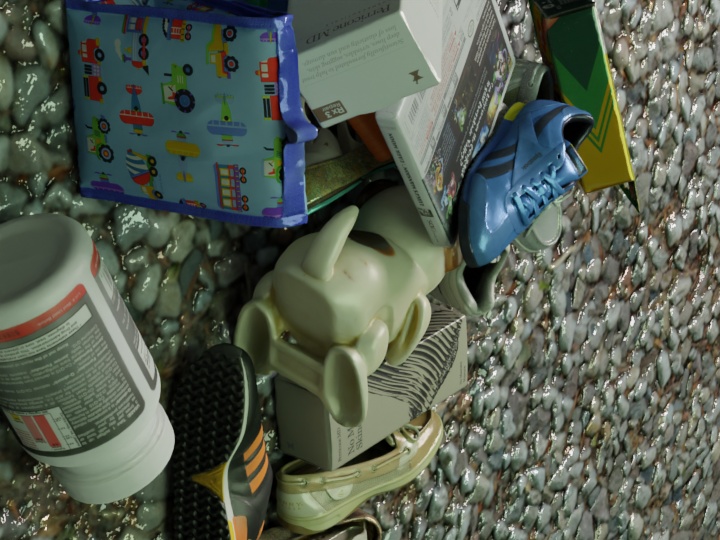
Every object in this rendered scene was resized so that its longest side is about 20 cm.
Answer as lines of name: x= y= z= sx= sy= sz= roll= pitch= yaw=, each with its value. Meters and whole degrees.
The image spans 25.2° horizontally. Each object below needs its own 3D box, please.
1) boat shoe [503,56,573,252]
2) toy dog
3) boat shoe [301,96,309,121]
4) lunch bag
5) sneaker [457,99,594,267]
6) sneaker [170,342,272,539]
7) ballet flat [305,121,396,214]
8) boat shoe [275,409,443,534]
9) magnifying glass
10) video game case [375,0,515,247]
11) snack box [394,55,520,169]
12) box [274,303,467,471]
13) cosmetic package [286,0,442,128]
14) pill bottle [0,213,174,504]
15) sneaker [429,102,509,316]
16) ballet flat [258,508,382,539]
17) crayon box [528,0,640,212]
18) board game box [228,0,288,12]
boat shoe: x=0.160 y=-0.104 z=1.508 sx=0.074 sy=0.065 sz=0.203 roll=-34 pitch=125 yaw=-37
toy dog: x=0.000 y=0.000 z=1.382 sx=0.200 sy=0.139 sz=0.195 roll=-39 pitch=138 yaw=-43
boat shoe: x=-0.078 y=-0.124 z=1.261 sx=0.067 sy=0.057 sz=0.200 roll=-37 pitch=170 yaw=-17
lunch bag: x=-0.112 y=-0.117 z=1.155 sx=0.094 sy=0.199 sz=0.152 roll=-22 pitch=119 yaw=-44
sneaker: x=0.143 y=-0.078 z=1.371 sx=0.200 sy=0.078 sz=0.066 roll=-59 pitch=143 yaw=-41
sneaker: x=-0.110 y=0.152 z=1.365 sx=0.090 sy=0.070 sz=0.202 roll=-23 pitch=121 yaw=-61
ballet flat: x=-0.015 y=-0.100 z=1.394 sx=0.200 sy=0.070 sz=0.071 roll=-29 pitch=123 yaw=-41
boat shoe: x=0.001 y=0.168 z=1.492 sx=0.200 sy=0.073 sz=0.063 roll=-28 pitch=127 yaw=-33
magnifying glass: x=-0.027 y=-0.163 z=1.310 sx=0.080 sy=0.022 sz=0.200 roll=-56 pitch=129 yaw=-20
video game case: x=0.073 y=-0.150 z=1.319 sx=0.182 sy=0.023 sz=0.201 roll=61 pitch=42 yaw=-53
snack box: x=0.124 y=-0.135 z=1.548 sx=0.200 sy=0.053 sz=0.143 roll=23 pitch=86 yaw=-50
box: x=0.013 y=0.102 z=1.484 sx=0.200 sy=0.068 sz=0.083 roll=-30 pitch=125 yaw=-42
cosmetic package: x=0.005 y=-0.206 z=1.208 sx=0.074 sy=0.101 sz=0.201 roll=56 pitch=24 yaw=-35
pill bottle: x=-0.212 y=0.068 z=1.164 sx=0.116 sy=0.115 sz=0.201 roll=-46 pitch=134 yaw=-30
sneaker: x=0.109 y=-0.054 z=1.450 sx=0.075 sy=0.081 sz=0.201 roll=0 pitch=111 yaw=-18
ballet flat: x=-0.054 y=0.261 z=1.458 sx=0.199 sy=0.067 sz=0.069 roll=-25 pitch=121 yaw=-43
crayon box: x=0.208 y=-0.157 z=1.504 sx=0.127 sy=0.050 sz=0.201 roll=-95 pitch=169 yaw=-72
board game box: x=-0.076 y=-0.240 z=1.288 sx=0.158 sy=0.039 sz=0.201 roll=-34 pitch=121 yaw=-34
